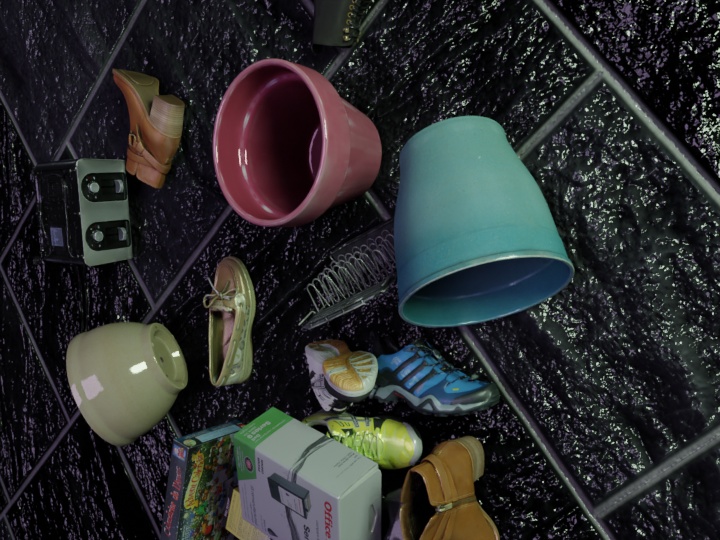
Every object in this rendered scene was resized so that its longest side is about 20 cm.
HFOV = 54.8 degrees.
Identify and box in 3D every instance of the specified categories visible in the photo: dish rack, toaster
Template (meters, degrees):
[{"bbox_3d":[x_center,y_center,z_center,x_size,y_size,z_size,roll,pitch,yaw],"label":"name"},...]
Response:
[{"bbox_3d":[0.000,0.000,0.879,0.151,0.200,0.055,-28,101,32],"label":"dish rack"},{"bbox_3d":[-0.504,-0.104,1.256,0.196,0.117,0.187,3,98,40],"label":"toaster"}]

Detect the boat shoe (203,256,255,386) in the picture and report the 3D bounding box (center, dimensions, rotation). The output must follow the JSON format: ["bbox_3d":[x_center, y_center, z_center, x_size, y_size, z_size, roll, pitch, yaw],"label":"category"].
[{"bbox_3d":[-0.210,0.081,1.105,0.072,0.062,0.207,-5,89,35],"label":"boat shoe"}]

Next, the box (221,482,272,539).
[{"bbox_3d":[-0.128,0.404,1.072,0.197,0.050,0.077,21,103,33],"label":"box"}]

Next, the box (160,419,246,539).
[{"bbox_3d":[-0.246,0.352,1.100,0.037,0.135,0.206,16,102,32],"label":"box"}]

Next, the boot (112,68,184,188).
[{"bbox_3d":[-0.386,-0.251,1.211,0.199,0.073,0.158,40,120,33],"label":"boot"}]

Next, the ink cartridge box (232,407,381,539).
[{"bbox_3d":[-0.071,0.296,0.925,0.197,0.083,0.150,17,119,37],"label":"ink cartridge box"}]

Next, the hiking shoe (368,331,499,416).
[{"bbox_3d":[0.085,0.132,0.892,0.196,0.074,0.090,3,95,35],"label":"hiking shoe"}]

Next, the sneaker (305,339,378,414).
[{"bbox_3d":[-0.021,0.154,0.938,0.200,0.073,0.091,-160,63,-73],"label":"sneaker"}]

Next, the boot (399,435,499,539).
[{"bbox_3d":[0.107,0.312,0.836,0.075,0.154,0.207,3,94,33],"label":"boot"}]

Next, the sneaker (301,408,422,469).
[{"bbox_3d":[-0.005,0.239,0.960,0.196,0.076,0.078,-2,91,36],"label":"sneaker"}]

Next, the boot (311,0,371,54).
[{"bbox_3d":[0.010,-0.366,0.931,0.197,0.076,0.143,14,107,44],"label":"boot"}]

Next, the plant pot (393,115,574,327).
[{"bbox_3d":[0.122,-0.059,0.797,0.197,0.198,0.193,-26,63,33],"label":"plant pot"}]

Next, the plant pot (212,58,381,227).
[{"bbox_3d":[-0.069,-0.160,0.923,0.196,0.177,0.207,2,94,34],"label":"plant pot"}]

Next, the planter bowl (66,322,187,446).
[{"bbox_3d":[-0.374,0.171,1.166,0.132,0.200,0.205,-25,77,5],"label":"planter bowl"}]

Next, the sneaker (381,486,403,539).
[{"bbox_3d":[0.073,0.383,0.918,0.089,0.066,0.206,-17,79,30],"label":"sneaker"}]
